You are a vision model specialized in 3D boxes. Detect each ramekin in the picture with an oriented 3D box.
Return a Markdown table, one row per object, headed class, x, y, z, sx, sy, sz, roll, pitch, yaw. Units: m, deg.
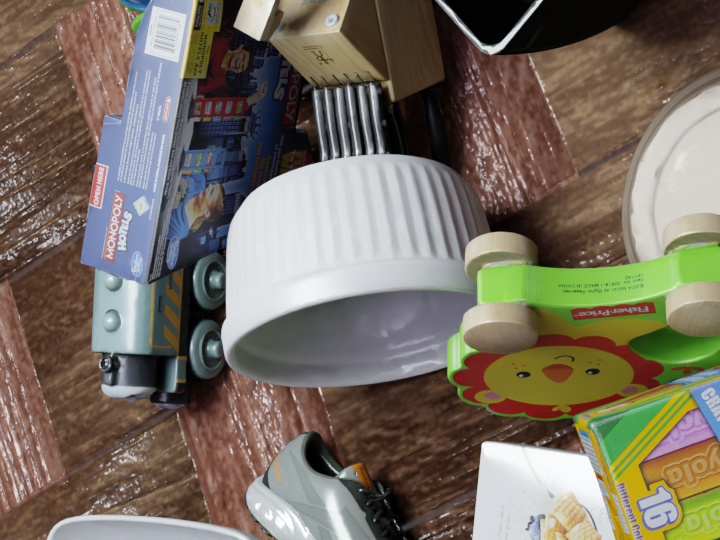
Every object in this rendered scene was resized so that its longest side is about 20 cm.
| class | x | y | z | sx | sy | sz | roll | pitch | yaw |
| --- | --- | --- | --- | --- | --- | --- | --- | --- | --- |
| ramekin | 0.000 | 0.000 | 1.377 | 0.200 | 0.200 | 0.105 | -21 | 66 | 30 |

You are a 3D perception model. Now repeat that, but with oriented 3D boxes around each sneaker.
| class | x | y | z | sx | sy | sz | roll | pitch | yaw |
| --- | --- | --- | --- | --- | --- | --- | --- | --- | --- |
| sneaker | 0.002 | 0.190 | 1.434 | 0.200 | 0.074 | 0.079 | 38 | 102 | 29 |

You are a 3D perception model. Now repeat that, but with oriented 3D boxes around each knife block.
| class | x | y | z | sx | sy | sz | roll | pitch | yaw |
| --- | --- | --- | --- | --- | --- | --- | --- | --- | --- |
| knife block | 0.018 | -0.158 | 1.421 | 0.064 | 0.176 | 0.200 | -1 | 62 | 36 |

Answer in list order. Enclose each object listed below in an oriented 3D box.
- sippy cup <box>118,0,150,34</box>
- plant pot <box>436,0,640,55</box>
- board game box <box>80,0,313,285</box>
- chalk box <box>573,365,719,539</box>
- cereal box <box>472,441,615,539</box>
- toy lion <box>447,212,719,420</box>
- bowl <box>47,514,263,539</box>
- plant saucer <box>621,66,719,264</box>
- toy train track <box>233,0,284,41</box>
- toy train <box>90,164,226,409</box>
| class | x | y | z | sx | sy | sz | roll | pitch | yaw |
| --- | --- | --- | --- | --- | --- | --- | --- | --- | --- |
| sippy cup | -0.183 | -0.272 | 1.549 | 0.178 | 0.130 | 0.140 | 34 | 105 | 30 |
| plant pot | 0.130 | -0.262 | 1.317 | 0.200 | 0.177 | 0.200 | -49 | 63 | 20 |
| board game box | -0.096 | -0.100 | 1.411 | 0.062 | 0.200 | 0.200 | 18 | 103 | 28 |
| chalk box | 0.246 | 0.114 | 1.217 | 0.200 | 0.125 | 0.124 | -20 | 87 | -1 |
| cereal box | 0.166 | 0.196 | 1.343 | 0.200 | 0.040 | 0.144 | 4 | 88 | 33 |
| toy lion | 0.151 | 0.044 | 1.288 | 0.200 | 0.192 | 0.069 | -6 | 61 | 13 |
| bowl | -0.125 | 0.268 | 1.375 | 0.199 | 0.075 | 0.200 | 0 | 86 | 33 |
| plant saucer | 0.257 | -0.041 | 1.309 | 0.200 | 0.029 | 0.200 | -3 | 84 | 32 |
| toy train track | -0.032 | -0.245 | 1.303 | 0.115 | 0.033 | 0.200 | 30 | 109 | 24 |
| toy train | -0.156 | 0.005 | 1.523 | 0.085 | 0.114 | 0.200 | 3 | 88 | 34 |
